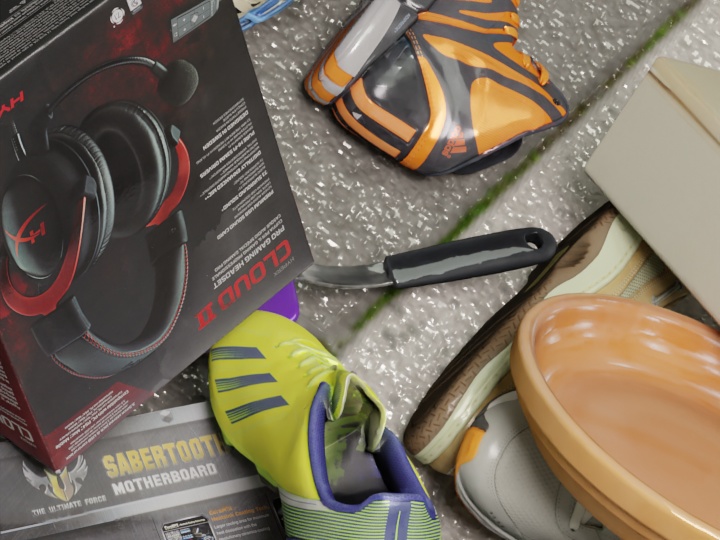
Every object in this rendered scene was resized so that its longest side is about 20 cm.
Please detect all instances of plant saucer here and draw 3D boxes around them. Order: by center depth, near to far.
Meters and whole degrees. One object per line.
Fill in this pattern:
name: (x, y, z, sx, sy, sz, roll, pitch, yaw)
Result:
plant saucer: (0.149, 0.082, 1.170, 0.200, 0.037, 0.200, 23, 24, -11)

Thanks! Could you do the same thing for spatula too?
spatula: (0.000, 0.000, 1.257, 0.200, 0.021, 0.057, -8, 60, -24)

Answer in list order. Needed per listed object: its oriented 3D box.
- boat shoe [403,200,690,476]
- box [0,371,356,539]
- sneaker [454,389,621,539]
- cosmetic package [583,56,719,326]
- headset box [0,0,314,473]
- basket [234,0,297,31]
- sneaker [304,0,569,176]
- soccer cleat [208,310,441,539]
boat shoe: (0.098, 0.041, 1.274, 0.076, 0.072, 0.200, 48, 51, -3)
box: (-0.065, 0.136, 1.141, 0.200, 0.048, 0.158, -11, 67, -34)
sneaker: (0.136, 0.110, 1.207, 0.200, 0.092, 0.076, 24, 87, -27)
cosmetic package: (0.204, -0.007, 1.262, 0.104, 0.073, 0.200, 9, 32, -44)
headset box: (-0.109, -0.030, 1.085, 0.149, 0.200, 0.075, -39, 46, -25)
basket: (-0.061, -0.188, 1.255, 0.200, 0.176, 0.139, -22, 78, -47)
sneaker: (0.063, -0.121, 1.355, 0.112, 0.078, 0.200, 39, 62, -8)
soccer cleat: (-0.012, 0.063, 1.097, 0.065, 0.084, 0.200, 1, 31, -20)
